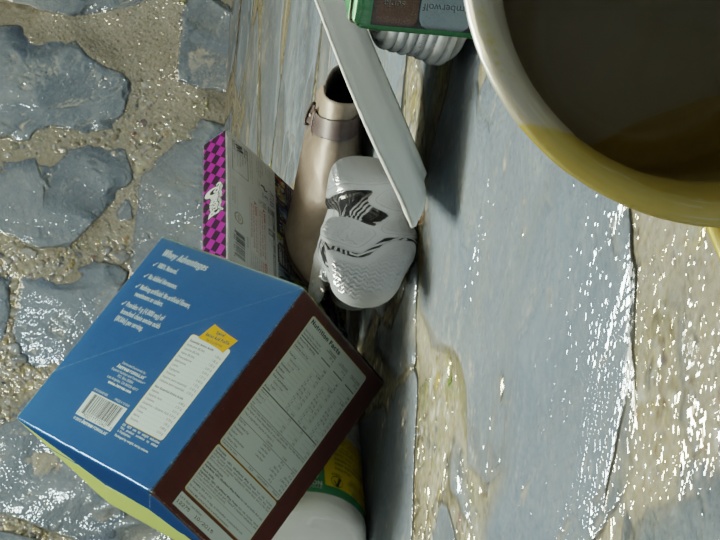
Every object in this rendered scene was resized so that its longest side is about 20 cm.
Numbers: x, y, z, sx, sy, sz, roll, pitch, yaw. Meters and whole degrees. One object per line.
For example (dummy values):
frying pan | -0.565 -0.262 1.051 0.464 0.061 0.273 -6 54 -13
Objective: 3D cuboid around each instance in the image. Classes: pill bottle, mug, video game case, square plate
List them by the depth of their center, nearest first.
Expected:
mug | 0.098 -0.068 0.545 0.153 0.149 0.187 142 139 -89
square plate | 0.005 -0.140 1.265 0.200 0.028 0.198 -96 -16 -78
pill bottle | -0.055 0.161 1.506 0.200 0.113 0.113 -94 12 -46
video game case | -0.080 -0.012 1.637 0.036 0.181 0.200 -32 37 22

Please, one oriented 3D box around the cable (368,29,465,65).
cable | 0.046 -0.242 1.189 0.200 0.069 0.200 -113 29 -72

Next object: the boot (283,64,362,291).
boot | -0.028 -0.094 1.605 0.200 0.070 0.146 -96 15 -55

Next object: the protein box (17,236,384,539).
protein box | -0.131 0.106 1.420 0.198 0.135 0.200 18 65 46

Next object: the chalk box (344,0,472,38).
chalk box | 0.056 -0.203 0.925 0.200 0.124 0.124 -101 17 -57

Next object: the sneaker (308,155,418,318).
sneaker | 0.000 0.000 1.368 0.200 0.075 0.115 -90 8 -59
